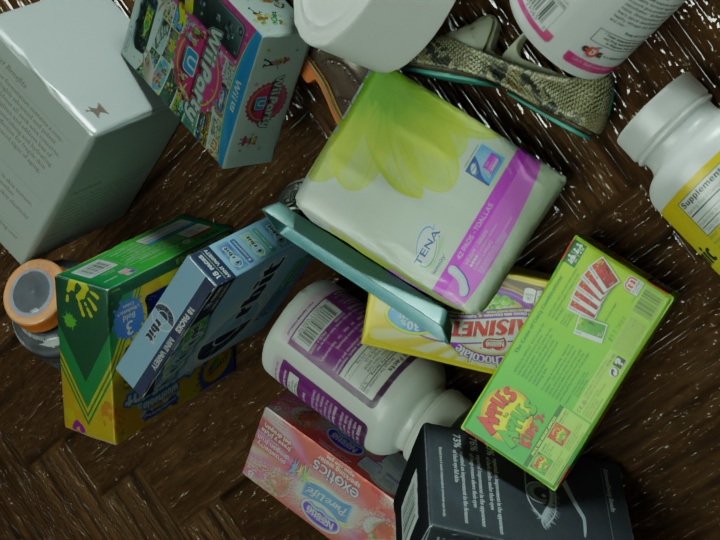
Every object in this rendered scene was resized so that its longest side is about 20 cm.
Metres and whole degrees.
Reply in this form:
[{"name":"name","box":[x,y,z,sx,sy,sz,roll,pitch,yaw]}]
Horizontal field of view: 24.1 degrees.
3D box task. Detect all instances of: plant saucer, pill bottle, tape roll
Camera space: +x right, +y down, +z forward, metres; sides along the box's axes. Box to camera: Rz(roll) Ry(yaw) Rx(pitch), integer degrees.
[{"name":"plant saucer","box":[0.000,0.000,1.515,0.199,0.070,0.019,32,81,16]},{"name":"pill bottle","box":[0.011,0.106,1.626,0.199,0.112,0.113,36,125,18]},{"name":"pill bottle","box":[0.219,-0.255,1.330,0.114,0.113,0.200,51,129,7]},{"name":"pill bottle","box":[0.303,-0.061,1.352,0.200,0.111,0.111,48,128,10]},{"name":"tape roll","box":[0.021,-0.273,1.417,0.202,0.070,0.204,-43,37,46]},{"name":"pill bottle","box":[-0.293,0.055,1.754,0.105,0.200,0.107,-7,68,17]}]

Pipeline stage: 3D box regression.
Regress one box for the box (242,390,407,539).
[{"name":"box","box":[-0.005,0.206,1.684,0.199,0.102,0.095,34,124,19]}]

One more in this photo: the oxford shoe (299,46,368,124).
[{"name":"oxford shoe","box":[0.009,-0.169,1.543,0.200,0.071,0.073,49,124,10]}]

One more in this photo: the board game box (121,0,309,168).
[{"name":"board game box","box":[-0.139,-0.216,1.594,0.200,0.064,0.148,47,131,33]}]

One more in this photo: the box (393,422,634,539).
[{"name":"box","box":[0.137,0.238,1.515,0.198,0.148,0.105,14,122,-8]}]

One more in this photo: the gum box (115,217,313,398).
[{"name":"gum box","box":[-0.128,0.023,1.633,0.045,0.200,0.170,45,128,11]}]

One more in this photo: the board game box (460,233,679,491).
[{"name":"board game box","box":[0.184,0.080,1.482,0.101,0.048,0.201,33,101,13]}]

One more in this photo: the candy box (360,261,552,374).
[{"name":"candy box","box":[0.104,0.040,1.544,0.198,0.026,0.103,12,111,10]}]

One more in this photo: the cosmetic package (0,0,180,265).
[{"name":"cosmetic package","box":[-0.307,-0.149,1.711,0.167,0.166,0.200,46,129,10]}]

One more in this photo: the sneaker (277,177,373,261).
[{"name":"sneaker","box":[0.019,-0.032,1.597,0.199,0.079,0.074,31,106,3]}]

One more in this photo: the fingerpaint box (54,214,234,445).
[{"name":"fingerpaint box","box":[-0.212,0.056,1.706,0.073,0.200,0.168,14,116,30]}]

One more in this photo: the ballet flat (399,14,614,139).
[{"name":"ballet flat","box":[0.131,-0.179,1.464,0.199,0.068,0.076,22,99,21]}]

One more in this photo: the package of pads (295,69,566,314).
[{"name":"package of pads","box":[0.059,-0.069,1.486,0.199,0.068,0.155,33,96,2]}]
